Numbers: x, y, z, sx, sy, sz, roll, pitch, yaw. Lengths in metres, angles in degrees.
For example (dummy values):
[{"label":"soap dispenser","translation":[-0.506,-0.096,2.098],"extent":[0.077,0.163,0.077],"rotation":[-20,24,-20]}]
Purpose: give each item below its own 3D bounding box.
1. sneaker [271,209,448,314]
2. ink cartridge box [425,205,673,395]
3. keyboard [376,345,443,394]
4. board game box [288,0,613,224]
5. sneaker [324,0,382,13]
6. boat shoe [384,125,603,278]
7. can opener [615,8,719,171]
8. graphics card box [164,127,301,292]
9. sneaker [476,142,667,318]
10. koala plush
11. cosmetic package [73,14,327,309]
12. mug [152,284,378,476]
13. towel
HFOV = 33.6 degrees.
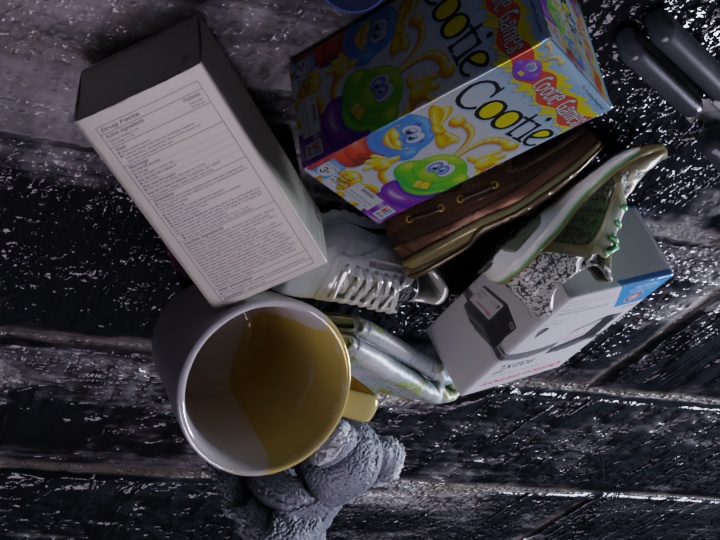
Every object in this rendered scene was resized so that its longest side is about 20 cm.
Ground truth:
[{"label":"sneaker","translation":[0.000,0.000,1.041],"extent":[0.200,0.081,0.076],"rotation":[-6,139,-48]},{"label":"ink cartridge box","translation":[0.180,0.031,1.162],"extent":[0.145,0.084,0.200],"rotation":[-12,156,-35]},{"label":"keyboard","translation":[0.014,0.123,1.301],"extent":[0.199,0.056,0.011],"rotation":[-20,116,-9]},{"label":"board game box","translation":[0.061,-0.135,0.861],"extent":[0.200,0.105,0.103],"rotation":[-26,146,25]},{"label":"sneaker","translation":[-0.007,-0.217,0.725],"extent":[0.074,0.082,0.200],"rotation":[-10,152,-2]},{"label":"boat shoe","translation":[0.110,-0.070,1.014],"extent":[0.200,0.068,0.072],"rotation":[-32,180,6]},{"label":"can opener","translation":[0.277,-0.135,0.957],"extent":[0.053,0.067,0.200],"rotation":[-30,145,30]},{"label":"graphics card box","translation":[-0.107,-0.040,1.031],"extent":[0.125,0.051,0.200],"rotation":[-8,149,-2]},{"label":"sneaker","translation":[0.197,-0.033,1.031],"extent":[0.200,0.089,0.077],"rotation":[-39,-176,-9]},{"label":"koala plush","translation":[-0.052,0.250,1.440],"extent":[0.200,0.184,0.177],"rotation":[-33,144,16]},{"label":"cosmetic package","translation":[-0.113,-0.074,0.882],"extent":[0.103,0.073,0.200],"rotation":[-22,129,10]},{"label":"mug","translation":[-0.097,0.089,1.021],"extent":[0.149,0.153,0.187],"rotation":[-41,119,-11]},{"label":"towel","translation":[-0.017,0.085,1.196],"extent":[0.171,0.048,0.200],"rotation":[9,165,38]}]
